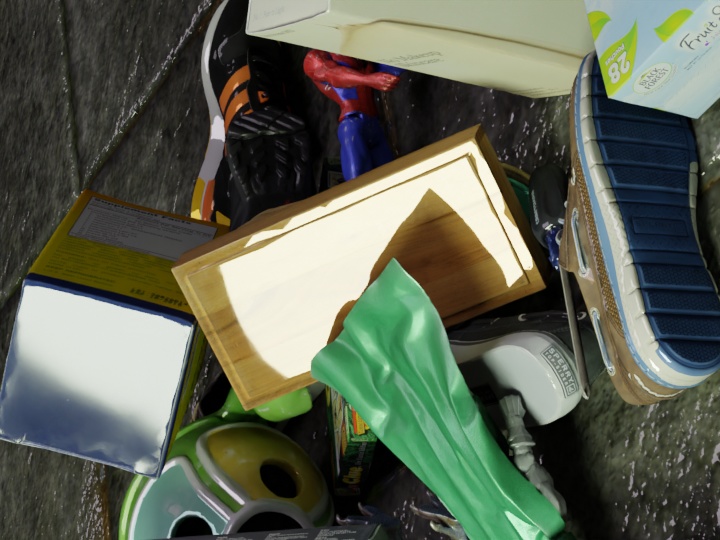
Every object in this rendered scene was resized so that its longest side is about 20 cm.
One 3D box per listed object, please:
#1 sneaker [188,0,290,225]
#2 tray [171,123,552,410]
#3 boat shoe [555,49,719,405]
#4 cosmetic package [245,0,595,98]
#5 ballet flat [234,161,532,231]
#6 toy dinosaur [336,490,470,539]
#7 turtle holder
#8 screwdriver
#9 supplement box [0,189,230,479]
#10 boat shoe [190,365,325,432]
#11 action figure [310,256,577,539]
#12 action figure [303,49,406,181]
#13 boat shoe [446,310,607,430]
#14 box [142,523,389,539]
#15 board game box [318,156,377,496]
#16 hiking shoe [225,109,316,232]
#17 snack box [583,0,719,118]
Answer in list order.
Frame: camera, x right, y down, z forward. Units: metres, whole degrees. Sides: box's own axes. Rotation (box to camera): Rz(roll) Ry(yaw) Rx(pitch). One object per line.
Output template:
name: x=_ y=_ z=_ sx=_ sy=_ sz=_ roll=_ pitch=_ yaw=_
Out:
sneaker: x=-0.068 y=-0.108 z=1.614 sx=0.090 sy=0.070 sz=0.200 roll=-1 pitch=80 yaw=46
tray: x=0.000 y=0.000 z=1.306 sx=0.200 sy=0.099 sz=0.037 roll=-23 pitch=13 yaw=18
boat shoe: x=0.137 y=-0.023 z=1.189 sx=0.072 sy=0.072 sz=0.200 roll=-44 pitch=45 yaw=50
cosmetic package: x=0.048 y=-0.153 z=1.257 sx=0.104 sy=0.200 sz=0.073 roll=-3 pitch=80 yaw=62
ballet flat: x=0.014 y=-0.034 z=1.350 sx=0.063 sy=0.200 sz=0.069 roll=-71 pitch=-31 yaw=-70
toy dinosaur: x=0.018 y=0.224 z=1.324 sx=0.200 sy=0.105 sz=0.182 roll=30 pitch=127 yaw=50
turtle holder: x=-0.071 y=0.160 z=1.460 sx=0.186 sy=0.141 sz=0.132 roll=-50 pitch=21 yaw=-9
screwdriver: x=0.110 y=0.007 z=1.228 sx=0.029 sy=0.028 sz=0.200 roll=-32 pitch=32 yaw=26
supplement box: x=-0.155 y=0.037 z=1.432 sx=0.200 sy=0.109 sz=0.110 roll=-76 pitch=1 yaw=-71
boat shoe: x=-0.086 y=0.097 z=1.575 sx=0.201 sy=0.061 sz=0.072 roll=-56 pitch=36 yaw=38
action figure: x=0.061 y=0.099 z=1.231 sx=0.200 sy=0.055 sz=0.118 roll=52 pitch=142 yaw=17
action figure: x=0.021 y=-0.091 z=1.423 sx=0.099 sy=0.065 sz=0.200 roll=-28 pitch=67 yaw=34
boat shoe: x=0.077 y=0.060 z=1.291 sx=0.200 sy=0.057 sz=0.069 roll=-10 pitch=111 yaw=59
box: x=-0.054 y=0.232 z=1.309 sx=0.200 sy=0.049 sz=0.161 roll=-9 pitch=116 yaw=30
board game box: x=-0.012 y=0.037 z=1.460 sx=0.105 sy=0.023 sz=0.200 roll=97 pitch=169 yaw=-63
hiking shoe: x=-0.051 y=-0.001 z=1.446 sx=0.101 sy=0.076 sz=0.200 roll=77 pitch=-167 yaw=-60
snack box: x=0.181 y=-0.210 z=1.172 sx=0.169 sy=0.068 sz=0.200 roll=-48 pitch=44 yaw=45
